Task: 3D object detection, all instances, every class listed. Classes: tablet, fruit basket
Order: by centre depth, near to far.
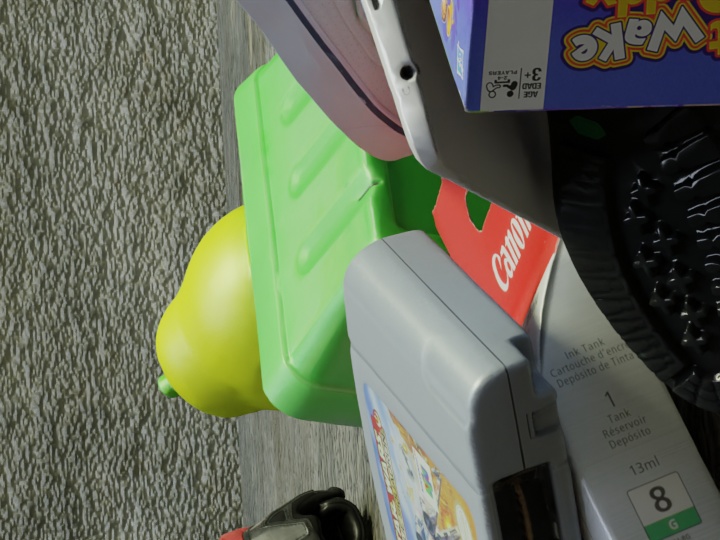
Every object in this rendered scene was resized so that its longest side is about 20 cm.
[{"bbox_3d":[0.026,-0.079,0.738,0.200,0.014,0.131,17,-126,-73],"label":"tablet"},{"bbox_3d":[0.000,0.000,1.131,0.215,0.155,0.217,-172,90,-72],"label":"fruit basket"}]

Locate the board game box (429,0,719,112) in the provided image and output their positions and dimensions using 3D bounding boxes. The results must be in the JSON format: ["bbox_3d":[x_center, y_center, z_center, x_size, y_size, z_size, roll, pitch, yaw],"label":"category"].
[{"bbox_3d":[0.076,-0.110,0.619,0.200,0.134,0.045,-102,13,-55],"label":"board game box"}]

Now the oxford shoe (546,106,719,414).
[{"bbox_3d":[0.094,-0.054,0.738,0.084,0.072,0.201,-36,-67,-46],"label":"oxford shoe"}]

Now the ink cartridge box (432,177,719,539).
[{"bbox_3d":[0.058,0.042,0.906,0.201,0.050,0.161,63,165,18],"label":"ink cartridge box"}]

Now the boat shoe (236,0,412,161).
[{"bbox_3d":[0.006,-0.114,0.922,0.202,0.086,0.075,49,-158,-51],"label":"boat shoe"}]

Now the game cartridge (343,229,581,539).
[{"bbox_3d":[0.041,0.094,0.887,0.133,0.041,0.201,40,146,58],"label":"game cartridge"}]

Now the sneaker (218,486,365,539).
[{"bbox_3d":[-0.032,0.195,1.764,0.071,0.098,0.200,64,-167,9],"label":"sneaker"}]
